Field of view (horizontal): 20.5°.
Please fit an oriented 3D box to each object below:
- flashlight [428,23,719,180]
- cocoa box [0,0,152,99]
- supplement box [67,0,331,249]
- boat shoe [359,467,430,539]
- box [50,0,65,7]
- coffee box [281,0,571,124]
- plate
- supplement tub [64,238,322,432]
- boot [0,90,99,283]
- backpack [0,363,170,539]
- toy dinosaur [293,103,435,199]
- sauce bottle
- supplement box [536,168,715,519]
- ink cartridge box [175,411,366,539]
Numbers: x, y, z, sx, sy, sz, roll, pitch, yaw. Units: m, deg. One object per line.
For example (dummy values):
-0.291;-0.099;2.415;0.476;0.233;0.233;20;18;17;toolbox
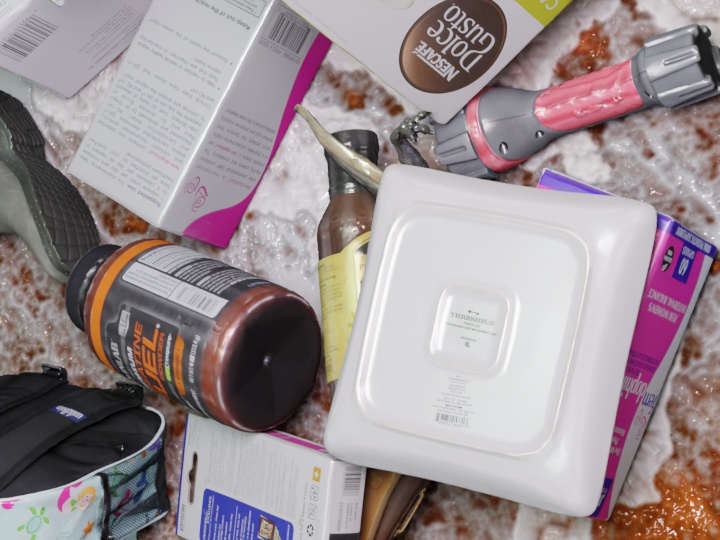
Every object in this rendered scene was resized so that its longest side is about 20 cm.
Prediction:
0.146;-0.116;1.366;0.199;0.068;0.068;-17;40;27;flashlight
-0.218;-0.257;1.536;0.200;0.133;0.132;-39;64;15;cocoa box
-0.114;-0.131;1.481;0.103;0.101;0.201;29;94;27;supplement box
0.015;0.150;1.383;0.071;0.070;0.201;52;125;31;boat shoe
-0.213;-0.295;1.416;0.137;0.040;0.200;-46;46;11;box
0.030;-0.261;1.348;0.198;0.199;0.201;-43;46;14;coffee box
0.075;0.039;1.267;0.198;0.032;0.202;11;86;28;plate
-0.128;0.040;1.445;0.199;0.107;0.108;20;90;42;supplement tub
-0.291;-0.038;1.580;0.131;0.068;0.201;-43;58;18;boot
-0.254;0.166;1.445;0.176;0.200;0.152;13;106;26;backpack
0.036;-0.056;1.370;0.200;0.047;0.088;46;144;0;toy dinosaur
0.000;0.000;1.422;0.064;0.065;0.202;-11;78;24;sauce bottle
0.142;0.051;1.314;0.103;0.101;0.201;24;92;28;supplement box
-0.067;0.162;1.407;0.199;0.037;0.096;11;96;53;ink cartridge box
